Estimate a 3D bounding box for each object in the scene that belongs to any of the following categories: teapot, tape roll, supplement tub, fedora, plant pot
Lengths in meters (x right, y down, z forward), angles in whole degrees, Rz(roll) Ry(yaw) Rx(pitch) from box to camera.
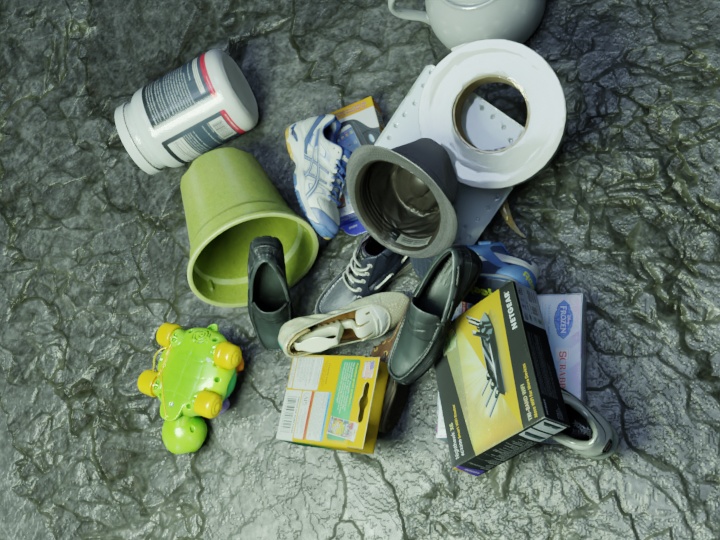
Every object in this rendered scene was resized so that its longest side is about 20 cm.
[{"bbox_3d":[0.174,-0.422,1.571,0.197,0.146,0.200,36,90,27],"label":"teapot"},{"bbox_3d":[0.181,-0.212,1.441,0.201,0.071,0.204,1,94,13],"label":"tape roll"},{"bbox_3d":[-0.278,-0.253,1.698,0.199,0.140,0.141,-25,66,12],"label":"supplement tub"},{"bbox_3d":[0.071,-0.111,1.412,0.176,0.200,0.090,30,57,18],"label":"fedora"},{"bbox_3d":[-0.187,-0.078,1.598,0.200,0.200,0.185,-33,53,9],"label":"plant pot"}]

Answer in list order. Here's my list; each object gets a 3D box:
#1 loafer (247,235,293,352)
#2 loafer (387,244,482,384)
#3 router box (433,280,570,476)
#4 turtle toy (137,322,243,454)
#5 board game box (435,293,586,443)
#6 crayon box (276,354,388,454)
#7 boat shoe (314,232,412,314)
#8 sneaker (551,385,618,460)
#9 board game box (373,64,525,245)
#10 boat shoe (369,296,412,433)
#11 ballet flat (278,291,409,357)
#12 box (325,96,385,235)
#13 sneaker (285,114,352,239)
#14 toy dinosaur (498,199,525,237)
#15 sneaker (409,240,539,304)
[{"bbox_3d":[-0.134,0.045,1.528,0.068,0.201,0.071,-1,36,0],"label":"loafer"},{"bbox_3d":[0.086,0.056,1.372,0.068,0.070,0.201,36,104,34],"label":"loafer"},{"bbox_3d":[0.172,0.138,1.346,0.157,0.052,0.201,-38,45,34],"label":"router box"},{"bbox_3d":[-0.248,0.176,1.576,0.145,0.101,0.201,16,81,27],"label":"turtle toy"},{"bbox_3d":[0.207,0.134,1.443,0.198,0.041,0.201,-1,74,21],"label":"board game box"},{"bbox_3d":[-0.030,0.185,1.469,0.200,0.051,0.126,-5,70,52],"label":"crayon box"},{"bbox_3d":[0.000,0.000,1.536,0.200,0.093,0.075,-42,62,4],"label":"boat shoe"},{"bbox_3d":[0.232,0.170,1.351,0.199,0.088,0.074,25,87,29],"label":"sneaker"},{"bbox_3d":[0.124,-0.156,1.507,0.200,0.026,0.200,36,100,8],"label":"board game box"},{"bbox_3d":[0.044,0.125,1.494,0.067,0.072,0.201,19,84,23],"label":"boat shoe"},{"bbox_3d":[-0.020,0.086,1.514,0.199,0.068,0.062,-17,26,1],"label":"ballet flat"},{"bbox_3d":[-0.008,-0.156,1.619,0.119,0.041,0.201,-21,65,14],"label":"box"},{"bbox_3d":[-0.052,-0.147,1.571,0.088,0.075,0.201,-21,68,15],"label":"sneaker"},{"bbox_3d":[0.183,-0.142,1.530,0.101,0.058,0.201,-10,71,17],"label":"toy dinosaur"},{"bbox_3d":[0.158,-0.002,1.465,0.199,0.074,0.082,22,48,33],"label":"sneaker"}]
